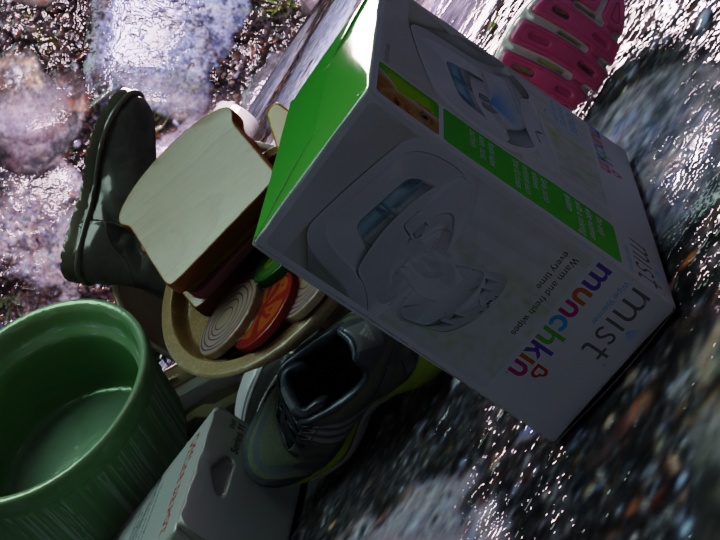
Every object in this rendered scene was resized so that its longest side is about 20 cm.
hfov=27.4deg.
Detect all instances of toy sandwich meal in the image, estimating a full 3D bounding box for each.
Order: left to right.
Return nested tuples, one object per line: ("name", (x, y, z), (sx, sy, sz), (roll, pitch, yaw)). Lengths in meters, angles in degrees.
("toy sandwich meal", (-0.077, -0.026, 0.962), (0.205, 0.070, 0.206), (-28, 43, 29))

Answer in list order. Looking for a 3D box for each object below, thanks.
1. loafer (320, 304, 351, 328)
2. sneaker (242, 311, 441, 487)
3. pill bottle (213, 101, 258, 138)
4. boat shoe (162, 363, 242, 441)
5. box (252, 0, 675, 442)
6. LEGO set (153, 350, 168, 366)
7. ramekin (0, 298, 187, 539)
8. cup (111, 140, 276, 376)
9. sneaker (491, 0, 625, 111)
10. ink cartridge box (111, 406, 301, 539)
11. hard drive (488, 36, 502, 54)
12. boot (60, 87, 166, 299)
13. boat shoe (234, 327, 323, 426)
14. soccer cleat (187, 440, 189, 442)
("loafer", (-0.064, -0.011, 1.054), (0.199, 0.067, 0.076), (10, 64, 52))
("sneaker", (-0.028, 0.078, 0.937), (0.081, 0.074, 0.200), (-10, -29, -45))
("pill bottle", (-0.258, -0.189, 2.551), (0.201, 0.112, 0.113), (-61, 12, -19))
("boat shoe", (-0.186, 0.128, 1.287), (0.199, 0.069, 0.075), (-21, -27, -35))
("box", (0.050, -0.037, 0.740), (0.097, 0.176, 0.200), (-52, 12, 22))
("LEGO set", (-0.144, 0.072, 1.417), (0.200, 0.116, 0.154), (-44, 6, -17))
("ramekin", (-0.233, 0.128, 1.157), (0.199, 0.098, 0.201), (-17, 42, 15))
("cup", (-0.100, 0.010, 1.273), (0.201, 0.199, 0.143), (-60, -17, -15))
("sneaker", (0.102, -0.116, 0.991), (0.201, 0.073, 0.087), (-61, 17, 6))
("ink cartridge box", (-0.130, 0.216, 1.034), (0.200, 0.083, 0.147), (-52, 12, 27))
("hard drive", (0.112, -0.146, 1.146), (0.200, 0.027, 0.132), (-44, 17, 44))
("boot", (-0.126, -0.045, 1.183), (0.073, 0.199, 0.183), (25, -104, -70))
("boat shoe", (-0.016, 0.058, 1.052), (0.200, 0.070, 0.066), (-49, 25, 7))
("soccer cleat", (-0.136, 0.169, 1.233), (0.078, 0.069, 0.200), (-59, 9, -25))
